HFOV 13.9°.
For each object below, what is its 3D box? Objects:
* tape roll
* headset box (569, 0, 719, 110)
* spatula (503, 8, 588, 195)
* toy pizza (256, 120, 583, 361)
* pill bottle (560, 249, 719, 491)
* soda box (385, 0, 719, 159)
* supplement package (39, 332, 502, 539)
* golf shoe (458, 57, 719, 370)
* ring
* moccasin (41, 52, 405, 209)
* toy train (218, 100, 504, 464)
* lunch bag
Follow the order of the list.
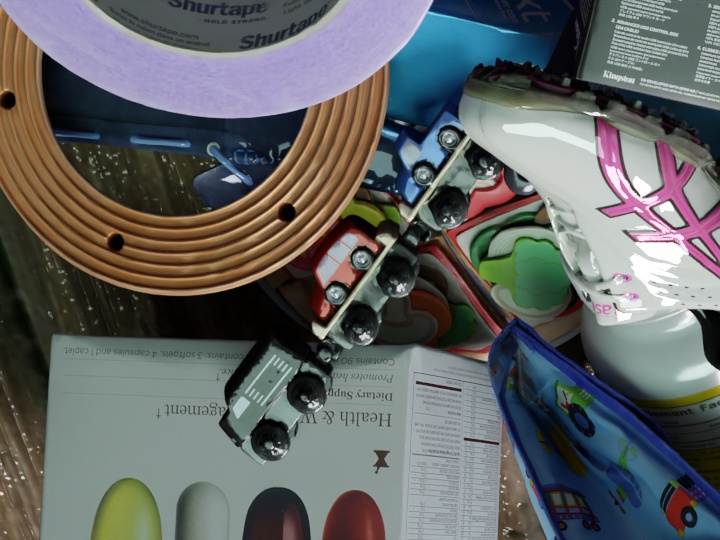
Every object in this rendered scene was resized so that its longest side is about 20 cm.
[{"bbox_3d":[-0.058,-0.166,1.206,0.199,0.085,0.201,4,131,5],"label":"tape roll"},{"bbox_3d":[0.179,-0.165,1.207,0.148,0.075,0.201,11,107,-2],"label":"headset box"},{"bbox_3d":[0.105,-0.125,1.274,0.056,0.021,0.201,22,97,-5],"label":"spatula"},{"bbox_3d":[0.034,-0.017,1.439,0.199,0.032,0.201,4,133,5],"label":"toy pizza"},{"bbox_3d":[0.174,0.043,1.415,0.112,0.113,0.200,-16,129,23],"label":"pill bottle"},{"bbox_3d":[0.110,-0.092,1.334,0.199,0.064,0.068,12,133,-3],"label":"soda box"},{"bbox_3d":[-0.043,0.137,1.435,0.190,0.202,0.147,1,175,21],"label":"supplement package"},{"bbox_3d":[0.116,-0.022,1.259,0.199,0.073,0.093,26,89,-31],"label":"golf shoe"},{"bbox_3d":[-0.081,-0.090,1.324,0.199,0.019,0.202,1,92,16],"label":"ring"},{"bbox_3d":[-0.058,-0.059,1.368,0.199,0.080,0.069,18,92,16],"label":"moccasin"},{"bbox_3d":[0.000,0.000,1.321,0.046,0.034,0.200,36,105,-3],"label":"toy train"},{"bbox_3d":[0.122,0.122,1.402,0.094,0.200,0.151,-36,145,-3],"label":"lunch bag"}]
